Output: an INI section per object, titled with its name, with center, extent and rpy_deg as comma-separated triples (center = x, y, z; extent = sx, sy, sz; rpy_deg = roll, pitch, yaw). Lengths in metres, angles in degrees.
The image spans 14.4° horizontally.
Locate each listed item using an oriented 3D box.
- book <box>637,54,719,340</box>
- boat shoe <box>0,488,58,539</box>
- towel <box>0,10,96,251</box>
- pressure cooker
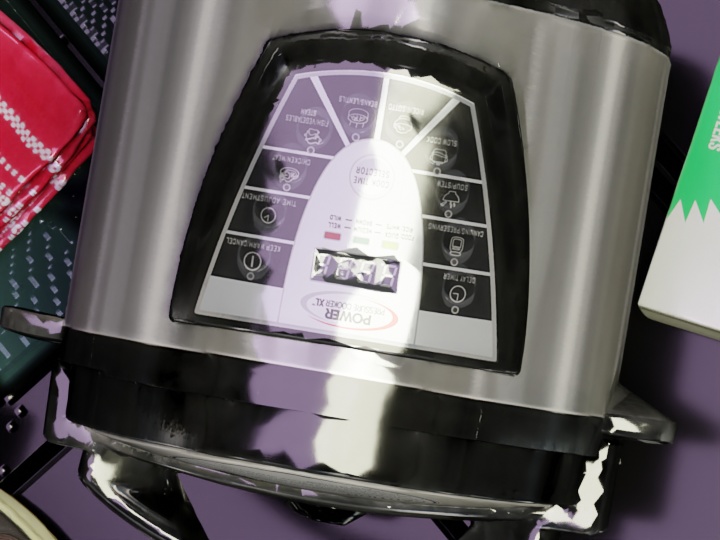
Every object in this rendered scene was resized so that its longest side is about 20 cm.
[book]
center = 0.203, -0.019, 0.896
extent = 0.200, 0.048, 0.134
rpy_deg = 17, 86, 15
[boat shoe]
center = -0.121, 0.125, 0.943
extent = 0.200, 0.065, 0.073
rpy_deg = 37, 96, 13
[towel]
center = -0.201, -0.030, 0.994
extent = 0.200, 0.022, 0.145
rpy_deg = -45, 78, 6
[pressure cooker]
center = 0.001, 0.000, 0.872
extent = 0.176, 0.178, 0.200
rpy_deg = 9, 89, 48
